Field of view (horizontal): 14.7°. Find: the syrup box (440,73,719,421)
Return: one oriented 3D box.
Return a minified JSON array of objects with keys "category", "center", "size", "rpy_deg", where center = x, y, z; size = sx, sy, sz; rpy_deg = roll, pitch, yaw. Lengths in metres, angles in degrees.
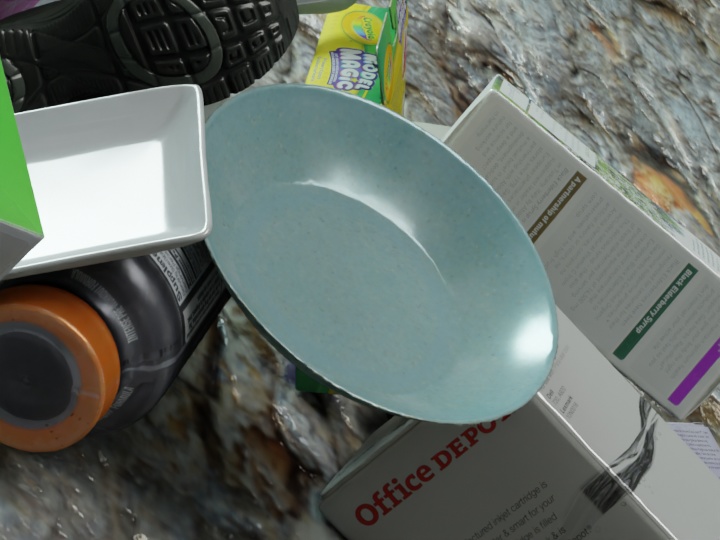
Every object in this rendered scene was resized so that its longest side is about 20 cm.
[{"category":"syrup box","center":[0.126,-0.013,1.539],"size":[0.200,0.082,0.079],"rpy_deg":[40,11,-2]}]

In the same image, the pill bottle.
[{"category":"pill bottle","center":[-0.121,0.009,1.279],"size":[0.106,0.106,0.200],"rpy_deg":[45,26,-7]}]

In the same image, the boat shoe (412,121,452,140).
[{"category":"boat shoe","center":[0.021,-0.047,1.628],"size":[0.200,0.070,0.072],"rpy_deg":[16,51,-42]}]

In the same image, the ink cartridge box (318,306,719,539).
[{"category":"ink cartridge box","center":[0.101,0.134,1.403],"size":[0.200,0.146,0.084],"rpy_deg":[47,32,-4]}]

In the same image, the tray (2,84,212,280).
[{"category":"tray","center":[-0.162,-0.025,1.210],"size":[0.108,0.199,0.022],"rpy_deg":[-98,177,-49]}]

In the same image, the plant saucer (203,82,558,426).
[{"category":"plant saucer","center":[0.000,0.000,1.307],"size":[0.200,0.039,0.202],"rpy_deg":[23,40,-21]}]

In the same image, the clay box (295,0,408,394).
[{"category":"clay box","center":[-0.005,-0.049,1.455],"size":[0.047,0.201,0.115],"rpy_deg":[4,30,6]}]

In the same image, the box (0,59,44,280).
[{"category":"box","center":[-0.231,-0.048,1.102],"size":[0.096,0.176,0.201],"rpy_deg":[21,37,-40]}]

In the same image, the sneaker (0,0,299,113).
[{"category":"sneaker","center":[-0.128,-0.110,1.346],"size":[0.091,0.199,0.076],"rpy_deg":[-103,180,-77]}]

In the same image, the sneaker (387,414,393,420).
[{"category":"sneaker","center":[0.115,0.093,1.492],"size":[0.200,0.076,0.091],"rpy_deg":[36,41,3]}]

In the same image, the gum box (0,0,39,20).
[{"category":"gum box","center":[-0.164,-0.186,1.362],"size":[0.066,0.200,0.113],"rpy_deg":[49,25,2]}]

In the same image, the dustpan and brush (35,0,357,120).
[{"category":"dustpan and brush","center":[-0.084,-0.121,1.428],"size":[0.199,0.057,0.140],"rpy_deg":[-7,48,-9]}]

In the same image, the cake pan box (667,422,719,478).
[{"category":"cake pan box","center":[0.184,0.172,1.597],"size":[0.199,0.052,0.185],"rpy_deg":[5,52,-55]}]
